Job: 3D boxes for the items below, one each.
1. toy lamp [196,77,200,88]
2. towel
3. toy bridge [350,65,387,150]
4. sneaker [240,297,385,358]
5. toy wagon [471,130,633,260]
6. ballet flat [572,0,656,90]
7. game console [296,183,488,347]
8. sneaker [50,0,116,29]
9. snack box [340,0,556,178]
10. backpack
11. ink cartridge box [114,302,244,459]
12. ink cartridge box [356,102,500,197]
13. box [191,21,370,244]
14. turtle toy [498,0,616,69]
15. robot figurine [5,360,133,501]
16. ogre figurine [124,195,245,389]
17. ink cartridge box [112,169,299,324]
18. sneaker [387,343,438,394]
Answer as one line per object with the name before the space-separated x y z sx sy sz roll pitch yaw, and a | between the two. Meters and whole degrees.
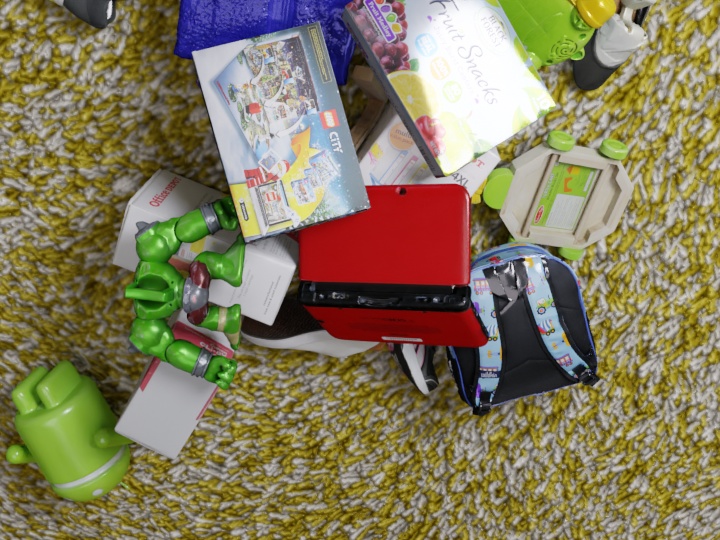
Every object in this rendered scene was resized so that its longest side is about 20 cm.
toy lamp | -0.100 -0.187 1.029 0.199 0.058 0.058 29 110 -1
towel | -0.098 -0.286 0.935 0.199 0.050 0.149 9 109 -2
toy bridge | 0.013 -0.214 0.997 0.027 0.067 0.201 18 84 23
sneaker | -0.061 0.086 1.128 0.199 0.073 0.085 0 142 22
toy wagon | 0.224 -0.093 1.039 0.199 0.040 0.156 7 124 -13
ballet flat | 0.294 -0.291 0.963 0.068 0.068 0.201 8 114 -21
game console | 0.039 -0.001 0.973 0.199 0.119 0.172 2 154 23
sneaker | -0.266 -0.359 0.975 0.085 0.075 0.200 40 117 -18
snack box | 0.091 -0.218 0.901 0.142 0.053 0.201 -33 97 -5
backpack | 0.182 0.053 1.055 0.182 0.135 0.201 -17 121 6
ink cartridge box | -0.216 0.111 1.082 0.083 0.200 0.146 28 110 -12
ink cartridge box | 0.065 -0.124 1.014 0.128 0.125 0.200 34 110 -10
box | -0.082 -0.141 0.899 0.136 0.038 0.201 -15 91 -10
turtle toy | 0.182 -0.310 0.947 0.200 0.101 0.146 47 130 -12
robot figurine | -0.389 0.225 1.179 0.175 0.116 0.201 -15 111 18
ogre figurine | -0.185 0.019 0.927 0.119 0.098 0.201 5 115 -6
ink cartridge box | -0.175 -0.032 1.045 0.199 0.145 0.084 22 112 -5
sneaker | 0.076 0.068 1.118 0.086 0.080 0.201 -25 120 -10
